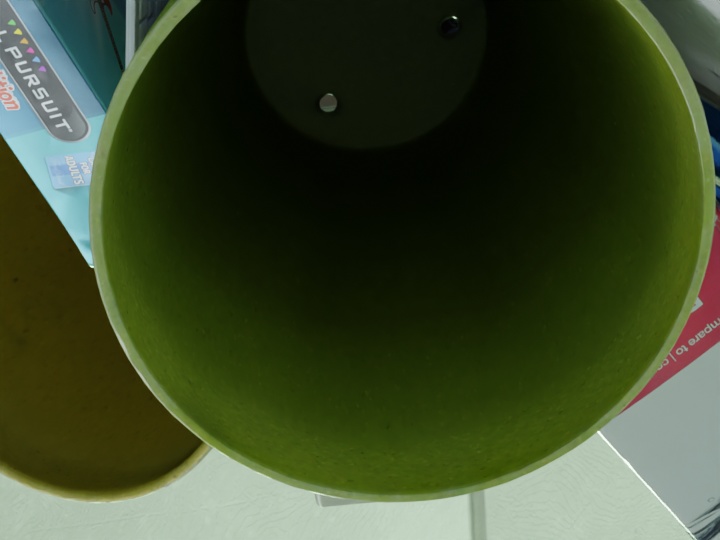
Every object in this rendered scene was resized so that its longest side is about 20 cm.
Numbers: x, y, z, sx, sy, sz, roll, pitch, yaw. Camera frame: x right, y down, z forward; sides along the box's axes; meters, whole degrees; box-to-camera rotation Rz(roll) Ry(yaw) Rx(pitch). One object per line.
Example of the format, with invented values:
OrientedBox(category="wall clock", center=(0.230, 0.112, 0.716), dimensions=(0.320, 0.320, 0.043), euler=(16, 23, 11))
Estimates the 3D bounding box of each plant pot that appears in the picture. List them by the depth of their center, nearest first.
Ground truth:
OrientedBox(category="plant pot", center=(0.008, -0.054, 0.801), dimensions=(0.187, 0.187, 0.200), euler=(37, -164, -17))
OrientedBox(category="plant pot", center=(-0.107, -0.013, 1.129), dimensions=(0.200, 0.201, 0.142), euler=(37, -148, 10))

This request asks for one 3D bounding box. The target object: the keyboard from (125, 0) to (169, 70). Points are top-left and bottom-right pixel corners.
OrientedBox(category="keyboard", center=(-0.068, -0.094, 0.793), dimensions=(0.011, 0.201, 0.056), euler=(4, -157, 4))

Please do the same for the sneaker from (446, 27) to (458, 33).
OrientedBox(category="sneaker", center=(0.104, -0.027, 1.026), dimensions=(0.203, 0.145, 0.077), euler=(80, -169, -49))

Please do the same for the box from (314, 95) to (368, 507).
OrientedBox(category="box", center=(0.000, 0.000, 1.062), dimensions=(0.082, 0.068, 0.201), euler=(-86, -12, -58))

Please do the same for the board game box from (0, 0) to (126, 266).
OrientedBox(category="board game box", center=(-0.112, -0.126, 0.881), dimensions=(0.152, 0.047, 0.200), euler=(-82, -29, -43))

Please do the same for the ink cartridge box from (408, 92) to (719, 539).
OrientedBox(category="ink cartridge box", center=(0.121, 0.025, 0.916), dimensions=(0.200, 0.084, 0.145), euler=(47, -170, -37))

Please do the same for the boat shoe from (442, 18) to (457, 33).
OrientedBox(category="boat shoe", center=(0.025, -0.092, 1.110), dimensions=(0.199, 0.073, 0.072), euler=(18, 172, 11))
